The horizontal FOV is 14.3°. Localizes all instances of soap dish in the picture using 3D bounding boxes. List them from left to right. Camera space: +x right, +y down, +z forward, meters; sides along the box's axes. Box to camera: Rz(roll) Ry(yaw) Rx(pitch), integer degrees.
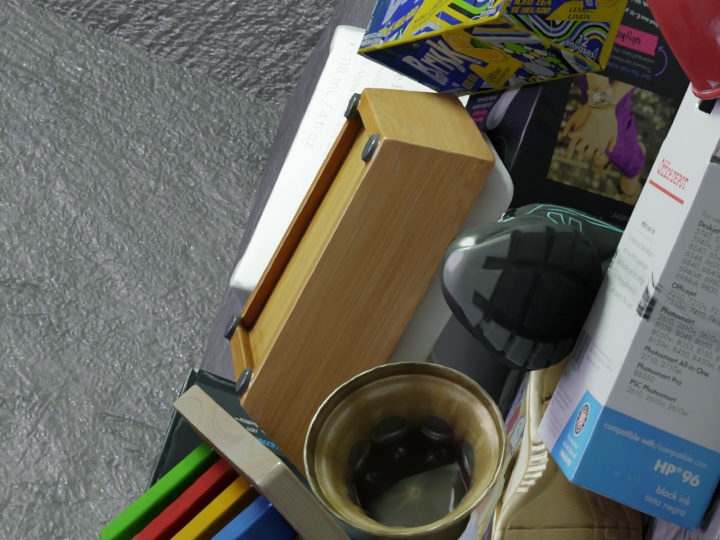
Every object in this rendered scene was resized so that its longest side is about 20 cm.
[{"bbox_3d":[0.000,0.000,1.561,0.200,0.081,0.157,-61,12,12],"label":"soap dish"}]

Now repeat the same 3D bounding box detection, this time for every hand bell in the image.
[{"bbox_3d":[0.035,0.148,1.528,0.200,0.104,0.104,78,-156,-53],"label":"hand bell"}]

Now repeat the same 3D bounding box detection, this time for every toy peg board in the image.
[{"bbox_3d":[-0.040,0.182,1.529,0.098,0.200,0.199,-42,18,-6],"label":"toy peg board"}]

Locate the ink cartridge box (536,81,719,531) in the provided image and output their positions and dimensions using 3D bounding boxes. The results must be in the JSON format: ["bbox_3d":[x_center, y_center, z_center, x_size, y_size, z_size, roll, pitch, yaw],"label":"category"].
[{"bbox_3d":[0.157,0.008,1.334,0.116,0.068,0.200,-118,50,-80],"label":"ink cartridge box"}]

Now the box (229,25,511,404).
[{"bbox_3d":[0.029,-0.012,1.796,0.200,0.130,0.199,70,-143,-58],"label":"box"}]

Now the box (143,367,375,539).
[{"bbox_3d":[-0.040,0.168,1.776,0.046,0.200,0.159,117,173,-66],"label":"box"}]

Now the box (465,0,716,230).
[{"bbox_3d":[0.129,-0.091,1.638,0.200,0.106,0.122,-68,17,-6],"label":"box"}]

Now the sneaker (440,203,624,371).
[{"bbox_3d":[0.088,0.005,1.418,0.200,0.079,0.076,9,-74,-56],"label":"sneaker"}]

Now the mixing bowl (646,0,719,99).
[{"bbox_3d":[0.187,-0.184,1.285,0.200,0.108,0.200,-44,10,10],"label":"mixing bowl"}]

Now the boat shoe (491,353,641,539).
[{"bbox_3d":[0.101,0.130,1.416,0.069,0.074,0.200,96,-173,-45],"label":"boat shoe"}]

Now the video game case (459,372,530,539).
[{"bbox_3d":[0.097,0.118,1.628,0.182,0.023,0.200,-139,72,-82],"label":"video game case"}]

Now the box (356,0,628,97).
[{"bbox_3d":[0.072,-0.143,1.577,0.200,0.070,0.064,-5,63,68],"label":"box"}]
